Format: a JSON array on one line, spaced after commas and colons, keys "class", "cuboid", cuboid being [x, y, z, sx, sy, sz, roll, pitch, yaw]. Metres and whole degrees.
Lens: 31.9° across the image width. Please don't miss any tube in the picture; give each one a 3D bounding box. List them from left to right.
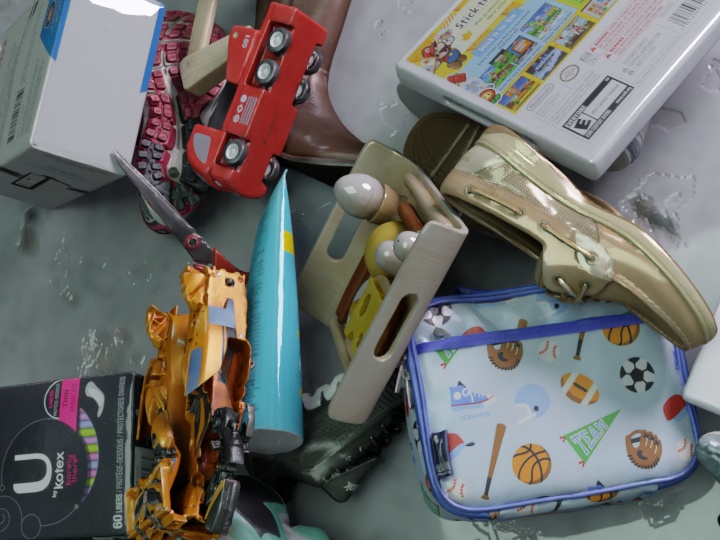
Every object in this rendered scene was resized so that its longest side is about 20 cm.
[{"class": "tube", "cuboid": [-0.067, 0.031, 0.931, 0.077, 0.050, 0.203, 134, 141, -56]}]

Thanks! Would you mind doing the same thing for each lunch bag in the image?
[{"class": "lunch bag", "cuboid": [0.120, 0.082, 0.848, 0.197, 0.076, 0.163, -6, 75, -5]}]

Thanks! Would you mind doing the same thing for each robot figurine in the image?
[{"class": "robot figurine", "cuboid": [-0.122, 0.107, 0.882, 0.145, 0.058, 0.203, -41, 40, 50]}]

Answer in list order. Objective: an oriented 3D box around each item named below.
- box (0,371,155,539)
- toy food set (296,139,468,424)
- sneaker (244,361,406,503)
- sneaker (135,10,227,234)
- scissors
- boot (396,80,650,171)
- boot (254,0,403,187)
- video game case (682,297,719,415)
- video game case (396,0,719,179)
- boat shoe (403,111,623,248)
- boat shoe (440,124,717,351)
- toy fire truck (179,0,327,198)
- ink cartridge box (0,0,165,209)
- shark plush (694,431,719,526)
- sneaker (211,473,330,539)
[{"class": "box", "cuboid": [-0.237, 0.156, 0.996, 0.197, 0.106, 0.124, -9, 72, 21]}, {"class": "toy food set", "cuboid": [0.000, 0.000, 0.871, 0.060, 0.200, 0.145, 23, 105, -17]}, {"class": "sneaker", "cuboid": [-0.005, 0.121, 0.932, 0.198, 0.066, 0.092, -23, 71, 20]}, {"class": "sneaker", "cuboid": [-0.160, -0.129, 1.060, 0.079, 0.075, 0.203, 12, 65, -13]}, {"class": "scissors", "cuboid": [-0.118, -0.016, 0.977, 0.072, 0.014, 0.202, -27, 100, -11]}, {"class": "boot", "cuboid": [0.130, -0.142, 0.948, 0.198, 0.074, 0.096, 18, 68, 26]}, {"class": "boot", "cuboid": [-0.021, -0.171, 1.018, 0.184, 0.064, 0.203, 10, 77, 24]}, {"class": "video game case", "cuboid": [0.325, 0.032, 0.778, 0.198, 0.023, 0.184, 22, 86, 23]}, {"class": "video game case", "cuboid": [0.153, -0.173, 0.894, 0.181, 0.023, 0.200, 32, 71, 34]}, {"class": "boat shoe", "cuboid": [0.116, -0.051, 0.924, 0.199, 0.065, 0.073, 32, 94, 30]}, {"class": "boat shoe", "cuboid": [0.139, -0.009, 0.815, 0.200, 0.071, 0.065, 41, 82, 18]}, {"class": "toy fire truck", "cuboid": [-0.100, -0.167, 1.002, 0.140, 0.049, 0.202, 20, 88, 39]}, {"class": "ink cartridge box", "cuboid": [-0.246, -0.142, 1.038, 0.199, 0.083, 0.148, -9, 68, 60]}, {"class": "shark plush", "cuboid": [0.296, 0.169, 0.778, 0.091, 0.083, 0.200, -47, 64, 5]}, {"class": "sneaker", "cuboid": [-0.054, 0.257, 0.918, 0.199, 0.078, 0.141, 38, 114, 12]}]
